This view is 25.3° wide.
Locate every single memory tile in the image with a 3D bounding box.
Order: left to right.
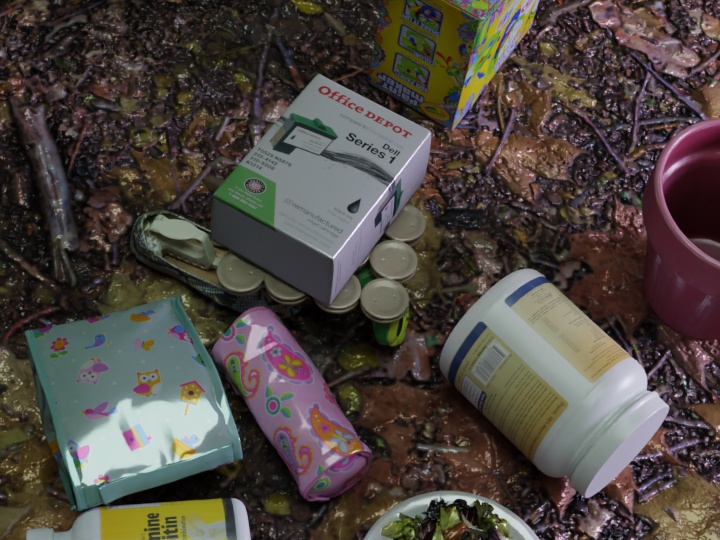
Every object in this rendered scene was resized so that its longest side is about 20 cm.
[{"bbox_3d":[-0.038,-0.022,1.638,0.198,0.017,0.154,11,54,3],"label":"memory tile"}]

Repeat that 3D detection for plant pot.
[{"bbox_3d":[0.381,-0.027,1.681,0.198,0.180,0.202,3,56,-5],"label":"plant pot"}]

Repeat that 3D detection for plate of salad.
[{"bbox_3d":[0.092,0.296,1.513,0.198,0.048,0.202,3,57,-4],"label":"plate of salad"}]

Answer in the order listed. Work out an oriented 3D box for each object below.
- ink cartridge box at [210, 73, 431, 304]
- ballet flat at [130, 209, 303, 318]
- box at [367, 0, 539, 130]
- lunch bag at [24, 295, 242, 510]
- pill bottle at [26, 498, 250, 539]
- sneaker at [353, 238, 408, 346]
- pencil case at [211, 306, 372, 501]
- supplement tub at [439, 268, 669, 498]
[{"bbox_3d":[-0.038,-0.086,1.622,0.145,0.085,0.200,28,57,14],"label":"ink cartridge box"},{"bbox_3d":[-0.151,-0.009,1.668,0.199,0.072,0.072,23,57,7],"label":"ballet flat"},{"bbox_3d":[0.118,-0.307,1.821,0.121,0.193,0.200,30,58,12],"label":"box"},{"bbox_3d":[-0.214,0.136,1.518,0.169,0.123,0.200,-14,42,-16],"label":"lunch bag"},{"bbox_3d":[-0.200,0.269,1.454,0.198,0.112,0.113,-3,57,-9],"label":"pill bottle"},{"bbox_3d":[0.000,0.000,1.687,0.083,0.074,0.201,-17,57,-2],"label":"sneaker"},{"bbox_3d":[-0.071,0.131,1.581,0.087,0.088,0.201,-26,63,-22],"label":"pencil case"},{"bbox_3d":[0.192,0.112,1.587,0.144,0.145,0.200,-36,68,-26],"label":"supplement tub"}]
